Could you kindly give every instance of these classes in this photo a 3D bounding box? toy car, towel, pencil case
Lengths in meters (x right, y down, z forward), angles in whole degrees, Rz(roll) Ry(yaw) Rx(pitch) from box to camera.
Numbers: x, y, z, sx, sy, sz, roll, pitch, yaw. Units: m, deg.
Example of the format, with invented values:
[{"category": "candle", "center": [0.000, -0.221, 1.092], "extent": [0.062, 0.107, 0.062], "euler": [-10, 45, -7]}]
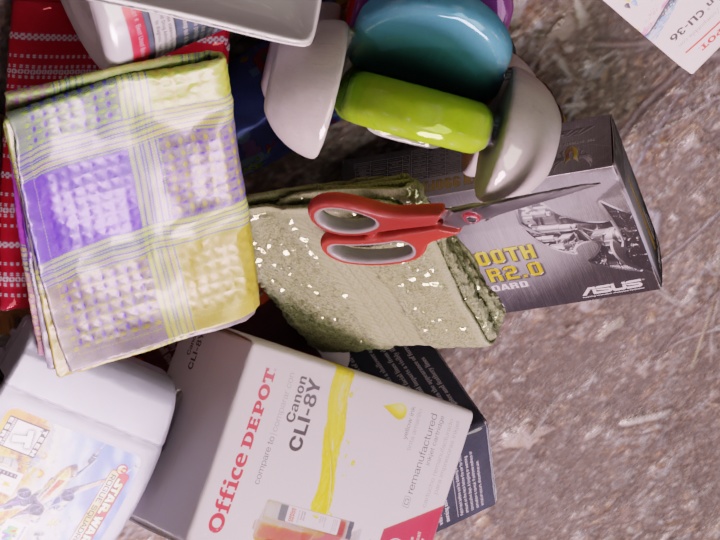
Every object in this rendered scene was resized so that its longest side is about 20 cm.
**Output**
[{"category": "toy car", "center": [0.037, -0.135, 1.498], "extent": [0.175, 0.200, 0.150], "euler": [15, 102, -6]}, {"category": "towel", "center": [0.000, 0.000, 1.597], "extent": [0.148, 0.037, 0.200], "euler": [-4, 150, 21]}, {"category": "towel", "center": [-0.135, -0.033, 1.491], "extent": [0.144, 0.023, 0.200], "euler": [-14, 126, -14]}, {"category": "towel", "center": [-0.154, -0.073, 1.553], "extent": [0.144, 0.022, 0.200], "euler": [1, 98, -22]}, {"category": "pencil case", "center": [-0.045, -0.117, 1.632], "extent": [0.200, 0.078, 0.087], "euler": [-34, 149, -1]}]

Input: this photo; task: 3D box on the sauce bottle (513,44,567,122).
[{"category": "sauce bottle", "center": [0.117, -0.100, 1.774], "extent": [0.066, 0.066, 0.200], "euler": [-32, 139, -2]}]

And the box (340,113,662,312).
[{"category": "box", "center": [0.103, -0.032, 1.772], "extent": [0.200, 0.048, 0.158], "euler": [-9, 145, 15]}]

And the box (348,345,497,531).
[{"category": "box", "center": [-0.021, 0.135, 1.847], "extent": [0.200, 0.148, 0.107], "euler": [-24, 140, -12]}]

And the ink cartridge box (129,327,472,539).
[{"category": "ink cartridge box", "center": [-0.040, 0.131, 1.662], "extent": [0.200, 0.083, 0.145], "euler": [20, 88, -37]}]

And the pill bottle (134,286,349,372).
[{"category": "pill bottle", "center": [-0.080, 0.052, 1.749], "extent": [0.200, 0.114, 0.114], "euler": [-35, 141, 1]}]

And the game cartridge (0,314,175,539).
[{"category": "game cartridge", "center": [-0.208, 0.136, 1.586], "extent": [0.133, 0.042, 0.200], "euler": [26, 101, -29]}]

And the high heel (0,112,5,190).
[{"category": "high heel", "center": [-0.192, -0.063, 1.587], "extent": [0.200, 0.067, 0.096], "euler": [3, 139, -32]}]

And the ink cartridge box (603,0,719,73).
[{"category": "ink cartridge box", "center": [0.227, -0.218, 1.725], "extent": [0.116, 0.068, 0.200], "euler": [-45, 140, 13]}]

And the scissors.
[{"category": "scissors", "center": [0.060, -0.030, 1.475], "extent": [0.200, 0.014, 0.073], "euler": [-4, 145, 25]}]

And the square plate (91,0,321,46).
[{"category": "square plate", "center": [-0.105, -0.242, 1.396], "extent": [0.198, 0.028, 0.200], "euler": [10, 91, -15]}]

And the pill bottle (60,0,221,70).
[{"category": "pill bottle", "center": [-0.083, -0.207, 1.480], "extent": [0.200, 0.120, 0.120], "euler": [-24, 140, -12]}]

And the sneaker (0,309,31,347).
[{"category": "sneaker", "center": [-0.256, 0.028, 1.616], "extent": [0.200, 0.075, 0.088], "euler": [0, 173, 0]}]
